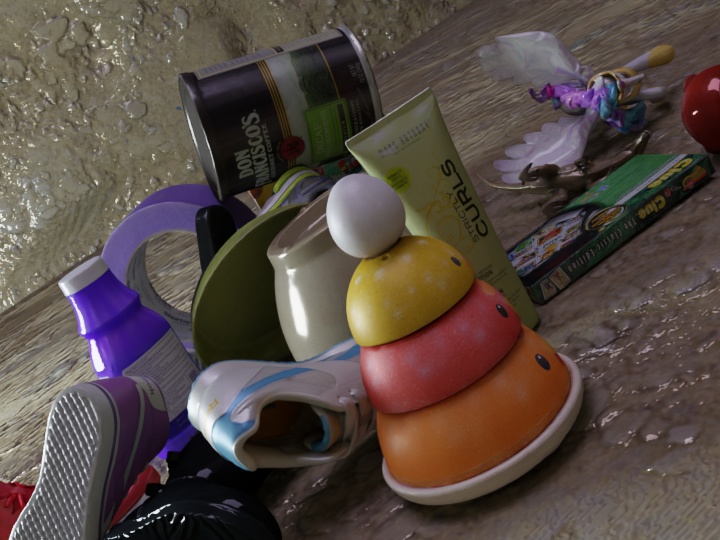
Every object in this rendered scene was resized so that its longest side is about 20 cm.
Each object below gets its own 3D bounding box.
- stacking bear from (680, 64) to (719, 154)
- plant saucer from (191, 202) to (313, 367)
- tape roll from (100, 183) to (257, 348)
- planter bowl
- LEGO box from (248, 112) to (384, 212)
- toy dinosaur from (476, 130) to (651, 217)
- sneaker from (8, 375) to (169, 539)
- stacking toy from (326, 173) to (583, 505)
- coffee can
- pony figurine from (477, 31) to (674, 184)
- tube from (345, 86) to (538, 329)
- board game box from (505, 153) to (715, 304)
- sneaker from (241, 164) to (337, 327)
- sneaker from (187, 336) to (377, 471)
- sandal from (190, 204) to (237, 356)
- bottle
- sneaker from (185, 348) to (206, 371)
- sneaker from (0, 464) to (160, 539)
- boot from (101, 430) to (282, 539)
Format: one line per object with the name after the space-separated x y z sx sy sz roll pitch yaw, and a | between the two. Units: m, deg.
0.344 -0.151 0.777 0.113 0.123 0.200 -29 4 -21 | stacking bear
-0.090 0.014 0.944 0.199 0.201 0.031 -37 55 -21 | plant saucer
-0.203 0.005 1.132 0.198 0.201 0.085 -27 16 12 | tape roll
0.000 0.000 0.852 0.199 0.135 0.201 -35 16 12 | planter bowl
-0.028 -0.103 1.234 0.198 0.150 0.077 -29 14 5 | LEGO box
0.200 -0.090 0.977 0.198 0.059 0.101 -12 8 31 | toy dinosaur
-0.204 0.179 0.758 0.114 0.072 0.203 -8 -58 -67 | sneaker
0.038 0.030 0.600 0.145 0.201 0.146 -28 16 9 | stacking toy
-0.091 -0.180 1.087 0.198 0.148 0.146 -20 13 -12 | coffee can
0.243 -0.195 1.056 0.191 0.169 0.199 -10 9 34 | pony figurine
0.070 -0.033 0.737 0.052 0.201 0.058 -16 20 47 | tube
0.205 -0.042 0.843 0.199 0.024 0.105 -35 14 -11 | board game box
-0.081 -0.027 1.009 0.080 0.074 0.202 11 64 42 | sneaker
-0.017 0.097 0.676 0.198 0.078 0.081 -10 24 -28 | sneaker
-0.153 0.031 1.028 0.047 0.203 0.075 -16 -18 25 | sandal
-0.214 0.082 0.916 0.065 0.201 0.084 -14 24 46 | bottle
-0.251 0.140 1.039 0.199 0.076 0.105 -36 21 -3 | sneaker
-0.281 0.203 0.826 0.199 0.116 0.078 -34 16 -11 | sneaker
-0.094 0.157 0.706 0.197 0.074 0.163 -22 17 43 | boot
